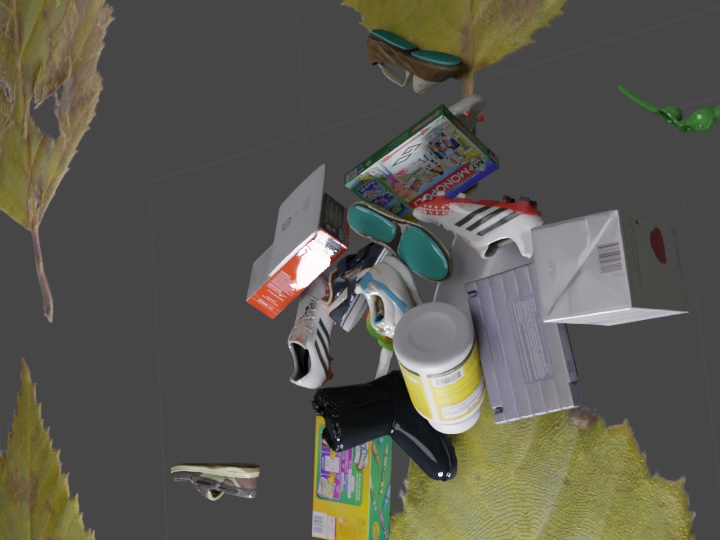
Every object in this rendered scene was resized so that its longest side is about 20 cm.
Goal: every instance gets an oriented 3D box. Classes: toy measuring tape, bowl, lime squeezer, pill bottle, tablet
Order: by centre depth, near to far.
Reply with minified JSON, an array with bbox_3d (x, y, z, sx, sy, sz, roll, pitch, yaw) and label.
[{"bbox_3d":[0.426,-0.216,1.231,0.199,0.038,0.071,5,90,39],"label":"lime squeezer"},{"bbox_3d":[0.117,0.146,1.335,0.112,0.201,0.113,-8,49,10],"label":"pill bottle"},{"bbox_3d":[0.219,0.020,1.349,0.199,0.074,0.201,27,103,37],"label":"bowl"},{"bbox_3d":[0.032,0.114,1.489,0.073,0.073,0.201,23,100,36],"label":"toy measuring tape"},{"bbox_3d":[-0.106,-0.087,1.573,0.130,0.014,0.201,-41,26,29],"label":"tablet"}]

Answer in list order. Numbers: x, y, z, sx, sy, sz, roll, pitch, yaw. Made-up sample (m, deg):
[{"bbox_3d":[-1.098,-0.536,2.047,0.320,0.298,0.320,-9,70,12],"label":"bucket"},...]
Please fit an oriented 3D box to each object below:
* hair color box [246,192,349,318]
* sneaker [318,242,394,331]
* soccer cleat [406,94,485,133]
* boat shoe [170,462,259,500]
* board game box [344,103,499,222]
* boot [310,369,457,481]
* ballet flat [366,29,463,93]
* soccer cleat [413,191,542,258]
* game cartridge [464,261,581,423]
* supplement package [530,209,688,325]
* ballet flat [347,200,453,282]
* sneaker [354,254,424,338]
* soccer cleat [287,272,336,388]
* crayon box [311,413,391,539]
[{"bbox_3d":[-0.104,-0.024,1.578,0.200,0.064,0.111,-43,25,28],"label":"hair color box"},{"bbox_3d":[0.000,0.000,1.507,0.079,0.078,0.201,36,111,10],"label":"sneaker"},{"bbox_3d":[0.111,-0.210,1.457,0.200,0.069,0.078,-45,59,29],"label":"soccer cleat"},{"bbox_3d":[-0.267,0.382,1.697,0.200,0.072,0.067,-8,77,32],"label":"boat shoe"},{"bbox_3d":[0.092,-0.151,1.426,0.199,0.134,0.029,-33,35,31],"label":"board game box"},{"bbox_3d":[0.032,0.249,1.410,0.201,0.167,0.077,60,146,27],"label":"boot"},{"bbox_3d":[0.083,-0.325,1.494,0.199,0.068,0.073,30,124,35],"label":"ballet flat"},{"bbox_3d":[0.158,-0.061,1.308,0.199,0.068,0.086,5,85,33],"label":"soccer cleat"},{"bbox_3d":[0.222,0.098,1.277,0.129,0.038,0.202,-18,76,30],"label":"game cartridge"},{"bbox_3d":[0.321,0.001,1.192,0.119,0.199,0.122,-13,79,36],"label":"supplement package"},{"bbox_3d":[0.069,-0.051,1.408,0.200,0.062,0.068,35,113,24],"label":"ballet flat"},{"bbox_3d":[0.064,0.079,1.415,0.201,0.081,0.076,59,160,-15],"label":"sneaker"},{"bbox_3d":[-0.084,0.097,1.569,0.068,0.085,0.202,-1,86,37],"label":"soccer cleat"},{"bbox_3d":[-0.014,0.335,1.513,0.118,0.058,0.202,0,86,37],"label":"crayon box"}]
